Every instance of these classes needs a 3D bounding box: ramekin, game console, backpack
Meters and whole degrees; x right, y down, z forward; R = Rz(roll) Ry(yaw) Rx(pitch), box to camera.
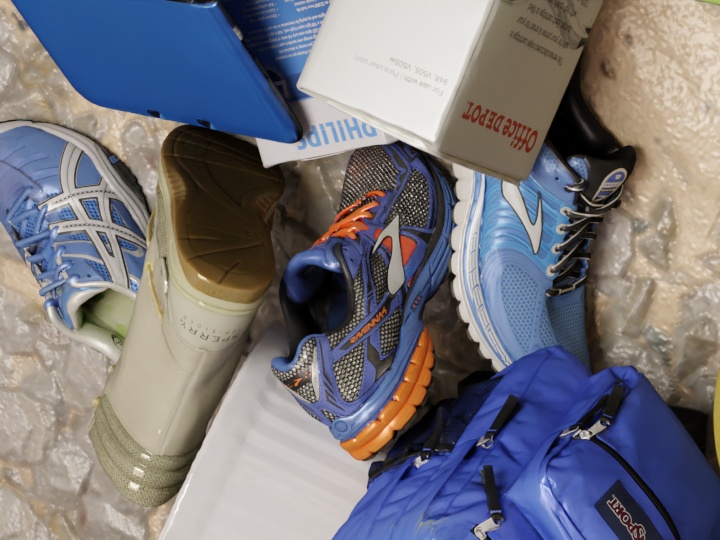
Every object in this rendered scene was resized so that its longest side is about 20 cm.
[{"bbox_3d":[-0.046,0.137,1.542,0.098,0.201,0.201,24,117,2],"label":"ramekin"},{"bbox_3d":[-0.109,-0.174,1.528,0.200,0.118,0.171,13,87,46],"label":"game console"},{"bbox_3d":[0.076,0.144,1.405,0.163,0.200,0.168,50,135,-4],"label":"backpack"}]

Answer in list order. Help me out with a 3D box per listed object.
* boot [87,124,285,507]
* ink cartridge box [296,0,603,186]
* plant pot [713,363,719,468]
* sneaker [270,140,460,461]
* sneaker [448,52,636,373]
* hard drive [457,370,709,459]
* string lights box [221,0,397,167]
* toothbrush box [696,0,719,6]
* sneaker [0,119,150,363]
[{"bbox_3d":[-0.096,0.020,1.537,0.072,0.200,0.155,16,116,-11],"label":"boot"},{"bbox_3d":[0.063,-0.153,1.379,0.083,0.147,0.200,24,93,21],"label":"ink cartridge box"},{"bbox_3d":[0.251,0.078,1.384,0.200,0.142,0.200,10,111,27],"label":"plant pot"},{"bbox_3d":[0.000,0.000,1.485,0.078,0.200,0.075,33,130,-26],"label":"sneaker"},{"bbox_3d":[0.096,-0.031,1.476,0.089,0.079,0.200,-2,104,33],"label":"sneaker"},{"bbox_3d":[0.118,0.163,1.552,0.139,0.033,0.200,9,110,27],"label":"hard drive"},{"bbox_3d":[-0.029,-0.162,1.504,0.103,0.059,0.200,-7,102,47],"label":"string lights box"},{"bbox_3d":[0.180,-0.237,1.322,0.086,0.146,0.200,18,115,24],"label":"toothbrush box"},{"bbox_3d":[-0.157,-0.012,1.627,0.200,0.077,0.076,42,123,14],"label":"sneaker"}]
